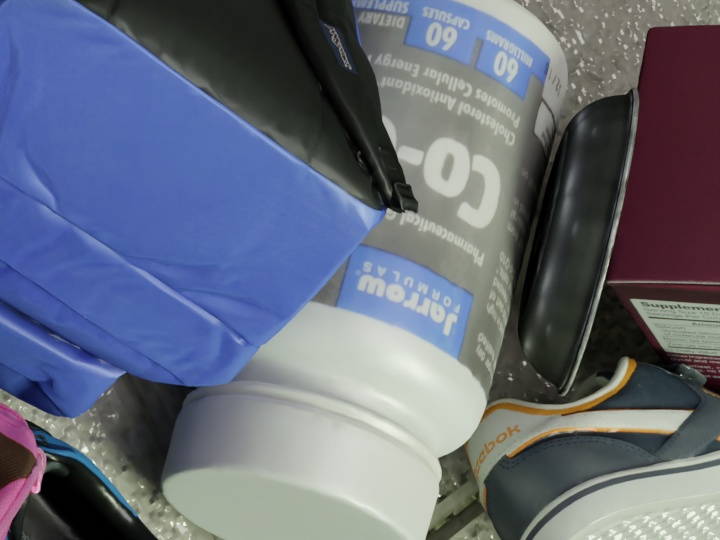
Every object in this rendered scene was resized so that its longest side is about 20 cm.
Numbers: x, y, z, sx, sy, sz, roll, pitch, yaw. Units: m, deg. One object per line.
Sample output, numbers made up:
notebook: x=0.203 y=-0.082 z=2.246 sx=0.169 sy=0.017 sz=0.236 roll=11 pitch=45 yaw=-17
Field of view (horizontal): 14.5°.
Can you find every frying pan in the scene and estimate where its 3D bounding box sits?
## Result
frying pan: x=0.084 y=-0.031 z=1.064 sx=0.031 sy=0.115 sz=0.190 roll=13 pitch=31 yaw=-1

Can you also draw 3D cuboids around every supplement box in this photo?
supplement box: x=0.171 y=-0.003 z=1.119 sx=0.200 sy=0.085 sz=0.111 roll=48 pitch=49 yaw=-57

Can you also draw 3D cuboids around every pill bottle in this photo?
pill bottle: x=0.000 y=0.000 z=1.023 sx=0.114 sy=0.114 sz=0.201 roll=29 pitch=64 yaw=-29

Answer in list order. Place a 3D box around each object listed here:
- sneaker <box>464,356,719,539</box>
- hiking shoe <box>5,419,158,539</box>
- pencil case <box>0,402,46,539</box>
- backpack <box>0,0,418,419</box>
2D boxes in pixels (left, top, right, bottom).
sneaker: x=0.126 y=0.075 z=1.093 sx=0.200 sy=0.079 sz=0.079 roll=3 pitch=41 yaw=-43
hiking shoe: x=-0.135 y=0.058 z=0.923 sx=0.200 sy=0.087 sz=0.075 roll=39 pitch=59 yaw=-25
pencil case: x=-0.188 y=0.032 z=0.843 sx=0.200 sy=0.091 sz=0.094 roll=37 pitch=63 yaw=-6
backpack: x=-0.094 y=-0.069 z=0.938 sx=0.162 sy=0.168 sz=0.200 roll=39 pitch=26 yaw=-26
